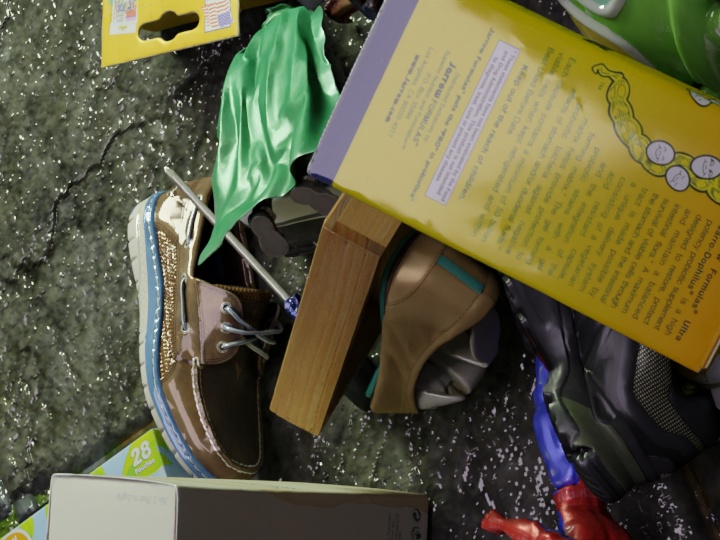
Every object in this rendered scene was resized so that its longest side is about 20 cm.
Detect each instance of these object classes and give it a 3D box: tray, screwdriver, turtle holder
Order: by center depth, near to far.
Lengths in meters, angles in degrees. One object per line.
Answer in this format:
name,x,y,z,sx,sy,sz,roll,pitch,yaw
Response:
turtle holder,0.163,-0.148,1.108,0.132,0.141,0.186,13,124,36
tray,0.000,0.000,1.186,0.037,0.099,0.200,28,149,5
screwdriver,-0.052,0.004,1.311,0.200,0.028,0.029,50,141,15

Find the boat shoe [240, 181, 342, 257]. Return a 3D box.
boat shoe,0.012,-0.045,1.273,0.200,0.057,0.069,-5,44,42

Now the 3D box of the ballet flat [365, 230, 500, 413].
ballet flat,0.040,0.042,1.183,0.063,0.200,0.069,28,72,10

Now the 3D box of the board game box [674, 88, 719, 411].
board game box,0.152,-0.017,1.145,0.105,0.023,0.200,-19,70,11

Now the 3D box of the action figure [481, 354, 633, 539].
action figure,0.101,0.109,1.164,0.099,0.065,0.200,-44,45,50

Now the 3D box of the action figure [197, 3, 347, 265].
action figure,-0.042,-0.094,1.278,0.118,0.055,0.200,-33,34,25

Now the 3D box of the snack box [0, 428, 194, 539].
snack box,-0.130,0.222,1.355,0.169,0.068,0.200,-37,60,32

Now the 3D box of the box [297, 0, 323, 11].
box,0.034,-0.235,1.172,0.161,0.049,0.200,-50,6,-23

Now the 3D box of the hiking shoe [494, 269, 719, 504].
hiking shoe,0.124,0.010,1.105,0.101,0.076,0.200,-19,76,1

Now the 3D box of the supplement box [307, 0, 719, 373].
supplement box,0.097,-0.049,1.014,0.200,0.109,0.110,27,99,11

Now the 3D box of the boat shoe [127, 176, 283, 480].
boat shoe,-0.089,0.034,1.341,0.072,0.072,0.200,-30,66,33

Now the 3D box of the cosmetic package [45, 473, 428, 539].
cosmetic package,-0.065,0.151,1.218,0.104,0.200,0.073,0,84,41

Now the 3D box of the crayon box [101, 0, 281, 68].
crayon box,-0.104,-0.230,1.401,0.126,0.052,0.200,-7,79,40

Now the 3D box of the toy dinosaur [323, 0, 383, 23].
toy dinosaur,0.061,-0.211,1.236,0.200,0.105,0.182,29,85,50
